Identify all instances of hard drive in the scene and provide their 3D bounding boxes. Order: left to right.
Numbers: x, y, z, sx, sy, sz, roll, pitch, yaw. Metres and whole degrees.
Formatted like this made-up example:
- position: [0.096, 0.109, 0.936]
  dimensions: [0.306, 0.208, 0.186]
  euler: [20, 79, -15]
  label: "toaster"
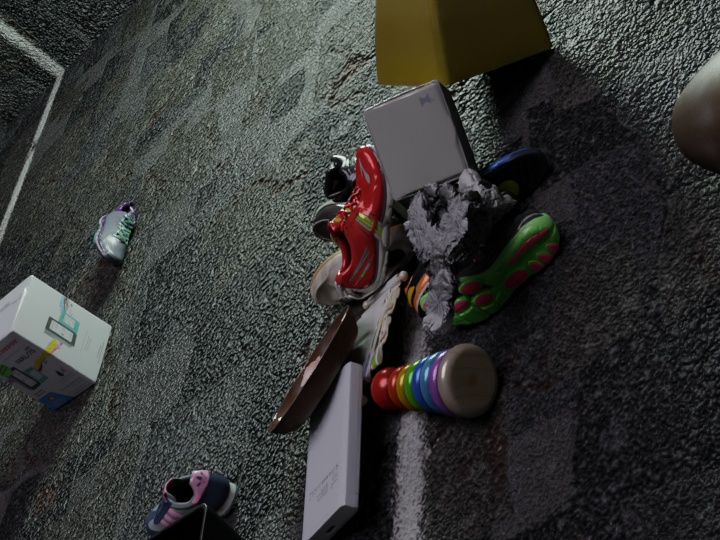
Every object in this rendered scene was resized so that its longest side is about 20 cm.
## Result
- position: [-0.035, 0.235, 1.571]
  dimensions: [0.132, 0.026, 0.202]
  euler: [127, 153, -46]
  label: "hard drive"

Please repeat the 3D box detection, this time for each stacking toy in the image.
- position: [0.076, 0.141, 1.515]
  dimensions: [0.199, 0.085, 0.086]
  euler: [-14, 46, 55]
  label: "stacking toy"

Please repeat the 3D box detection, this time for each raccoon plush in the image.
- position: [0.119, -0.025, 1.510]
  dimensions: [0.096, 0.133, 0.203]
  euler: [16, 96, 36]
  label: "raccoon plush"

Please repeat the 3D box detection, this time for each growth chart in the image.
- position: [0.008, 0.103, 1.664]
  dimensions: [0.144, 0.018, 0.203]
  euler: [-31, 37, 63]
  label: "growth chart"

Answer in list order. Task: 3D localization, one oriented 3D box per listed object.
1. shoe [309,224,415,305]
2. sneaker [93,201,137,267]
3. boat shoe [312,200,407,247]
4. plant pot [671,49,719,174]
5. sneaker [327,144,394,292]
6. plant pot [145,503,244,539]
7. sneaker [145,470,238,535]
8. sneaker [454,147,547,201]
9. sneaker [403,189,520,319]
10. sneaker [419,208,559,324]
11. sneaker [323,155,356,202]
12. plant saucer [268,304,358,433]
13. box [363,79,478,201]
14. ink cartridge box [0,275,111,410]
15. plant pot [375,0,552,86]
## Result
- position: [0.000, 0.000, 1.784]
  dimensions: [0.199, 0.070, 0.054]
  euler: [-33, 26, 30]
  label: "shoe"
- position: [-0.519, -0.087, 2.664]
  dimensions: [0.087, 0.074, 0.201]
  euler: [-41, 30, 12]
  label: "sneaker"
- position: [-0.012, -0.065, 1.872]
  dimensions: [0.200, 0.072, 0.061]
  euler: [-6, 49, 51]
  label: "boat shoe"
- position: [0.410, -0.162, 1.262]
  dimensions: [0.189, 0.186, 0.200]
  euler: [-60, 14, -12]
  label: "plant pot"
- position: [-0.003, -0.072, 1.693]
  dimensions: [0.077, 0.084, 0.204]
  euler: [179, 92, -72]
  label: "sneaker"
- position: [-0.195, 0.439, 1.489]
  dimensions: [0.199, 0.177, 0.201]
  euler: [-34, 33, 30]
  label: "plant pot"
- position: [-0.266, 0.333, 1.810]
  dimensions: [0.199, 0.082, 0.071]
  euler: [-30, 36, 37]
  label: "sneaker"
- position: [0.163, -0.109, 1.665]
  dimensions: [0.199, 0.066, 0.079]
  euler: [-40, 28, 25]
  label: "sneaker"
- position: [0.125, -0.031, 1.630]
  dimensions: [0.201, 0.070, 0.090]
  euler: [-54, 31, 4]
  label: "sneaker"
- position: [0.162, -0.003, 1.554]
  dimensions: [0.199, 0.077, 0.084]
  euler: [-34, 27, 13]
  label: "sneaker"
- position: [0.008, -0.150, 1.849]
  dimensions: [0.112, 0.077, 0.200]
  euler: [0, 19, 10]
  label: "sneaker"
- position: [-0.058, 0.140, 1.669]
  dimensions: [0.202, 0.034, 0.200]
  euler: [-56, 4, 7]
  label: "plant saucer"
- position: [0.085, -0.172, 1.672]
  dimensions: [0.108, 0.130, 0.200]
  euler: [-20, 1, 10]
  label: "box"
- position: [-0.621, 0.143, 2.429]
  dimensions: [0.146, 0.199, 0.147]
  euler: [-32, 35, 34]
  label: "ink cartridge box"
- position: [0.131, -0.383, 1.806]
  dimensions: [0.198, 0.179, 0.199]
  euler: [-22, 18, -24]
  label: "plant pot"
